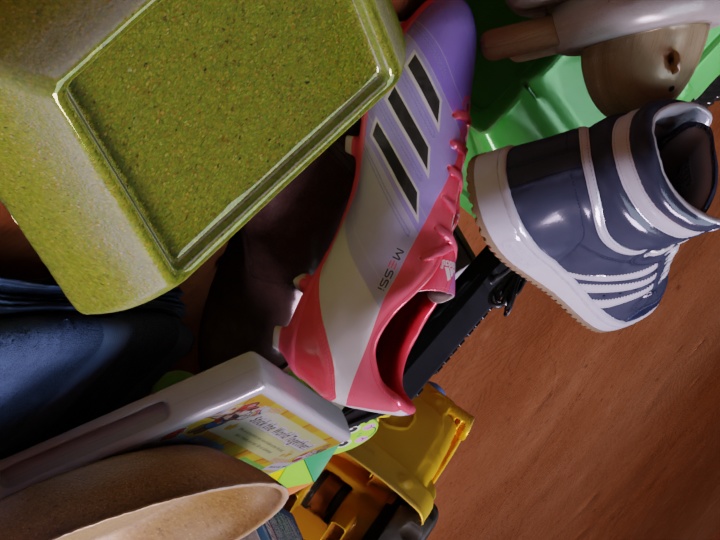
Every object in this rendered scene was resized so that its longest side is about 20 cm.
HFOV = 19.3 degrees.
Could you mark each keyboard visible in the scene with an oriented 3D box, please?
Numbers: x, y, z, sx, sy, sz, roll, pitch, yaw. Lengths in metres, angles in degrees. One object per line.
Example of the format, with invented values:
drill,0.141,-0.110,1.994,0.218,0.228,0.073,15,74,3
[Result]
keyboard,0.071,0.014,1.198,0.200,0.021,0.127,-48,-172,-38

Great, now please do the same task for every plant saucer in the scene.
plant saucer,-0.134,0.128,1.023,0.200,0.036,0.200,-21,165,-6
plant saucer,-0.063,-0.087,0.866,0.200,0.048,0.200,-43,145,-13

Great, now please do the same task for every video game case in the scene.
video game case,-0.109,0.099,1.071,0.182,0.023,0.200,-23,165,6

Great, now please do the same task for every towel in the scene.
towel,-0.162,0.048,0.992,0.112,0.049,0.200,-45,164,16

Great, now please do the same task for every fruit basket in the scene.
fruit basket,0.119,-0.108,1.182,0.215,0.155,0.216,-27,138,-27

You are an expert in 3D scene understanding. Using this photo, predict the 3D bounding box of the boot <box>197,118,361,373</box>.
boot,-0.051,-0.041,1.027,0.200,0.072,0.166,-60,152,0

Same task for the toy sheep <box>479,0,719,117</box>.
toy sheep,0.118,-0.169,1.013,0.137,0.201,0.138,-11,-178,0

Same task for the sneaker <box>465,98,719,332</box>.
sneaker,0.141,-0.025,1.039,0.108,0.070,0.200,-19,159,24

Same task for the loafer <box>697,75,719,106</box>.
loafer,0.215,-0.171,1.205,0.073,0.071,0.200,-11,152,-42

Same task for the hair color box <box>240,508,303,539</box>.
hair color box,-0.084,0.177,1.216,0.100,0.061,0.200,-25,167,1

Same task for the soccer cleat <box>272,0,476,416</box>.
soccer cleat,0.024,-0.030,1.003,0.067,0.076,0.200,11,102,-63

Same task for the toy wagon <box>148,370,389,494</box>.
toy wagon,-0.066,0.101,1.217,0.199,0.040,0.155,-8,153,-24

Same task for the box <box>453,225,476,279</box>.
box,0.000,0.000,1.238,0.117,0.060,0.200,-47,161,-4

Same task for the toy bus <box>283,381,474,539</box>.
toy bus,-0.013,0.141,1.420,0.192,0.136,0.200,-50,172,-51
